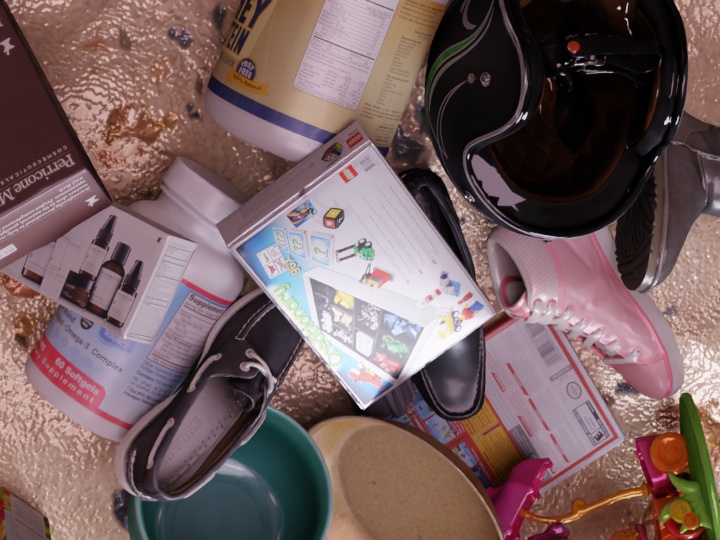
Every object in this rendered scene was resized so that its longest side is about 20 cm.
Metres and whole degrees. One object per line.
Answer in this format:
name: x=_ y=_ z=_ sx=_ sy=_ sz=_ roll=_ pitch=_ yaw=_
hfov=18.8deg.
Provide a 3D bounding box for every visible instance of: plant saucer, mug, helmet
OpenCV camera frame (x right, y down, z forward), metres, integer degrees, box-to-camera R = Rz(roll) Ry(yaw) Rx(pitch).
plant saucer: x=0.037 y=0.187 z=1.689 sx=0.035 sy=0.199 sz=0.201 roll=-43 pitch=113 yaw=-42
mug: x=-0.096 y=0.173 z=1.665 sx=0.151 sy=0.115 sz=0.186 roll=26 pitch=69 yaw=0
helmet: x=0.137 y=-0.130 z=1.597 sx=0.198 sy=0.201 sz=0.191 roll=10 pitch=143 yaw=-12

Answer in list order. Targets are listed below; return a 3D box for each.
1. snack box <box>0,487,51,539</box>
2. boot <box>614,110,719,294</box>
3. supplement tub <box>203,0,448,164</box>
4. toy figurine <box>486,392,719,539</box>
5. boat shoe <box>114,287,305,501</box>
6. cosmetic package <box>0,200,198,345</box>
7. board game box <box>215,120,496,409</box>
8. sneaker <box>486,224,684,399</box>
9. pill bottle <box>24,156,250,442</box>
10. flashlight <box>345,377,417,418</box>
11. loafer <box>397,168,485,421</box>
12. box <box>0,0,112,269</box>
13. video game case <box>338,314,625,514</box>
snack box: x=-0.311 y=0.277 z=1.644 sx=0.053 sy=0.142 sz=0.200 roll=37 pitch=96 yaw=-17
boot: x=0.301 y=-0.046 z=1.685 sx=0.198 sy=0.073 sz=0.183 roll=17 pitch=65 yaw=-17
supplement tub: x=-0.018 y=-0.181 z=1.580 sx=0.143 sy=0.144 sz=0.201 roll=20 pitch=99 yaw=-14
toy figurine: x=0.188 y=0.210 z=1.699 sx=0.182 sy=0.150 sz=0.202 roll=-11 pitch=65 yaw=3
boat shoe: x=-0.097 y=0.089 z=1.586 sx=0.200 sy=0.060 sz=0.074 roll=-45 pitch=115 yaw=-20
cosmetic package: x=-0.222 y=-0.027 z=1.571 sx=0.199 sy=0.051 sz=0.083 roll=26 pitch=91 yaw=23
board game box: x=0.000 y=0.000 z=1.574 sx=0.126 sy=0.035 sz=0.200 roll=-35 pitch=129 yaw=3
sneaker: x=0.166 y=0.032 z=1.691 sx=0.104 sy=0.075 sz=0.201 roll=-35 pitch=101 yaw=-24
pill bottle: x=-0.156 y=0.021 z=1.625 sx=0.108 sy=0.109 sz=0.201 roll=31 pitch=96 yaw=-16
flashlight: x=-0.010 y=0.021 z=1.656 sx=0.067 sy=0.068 sz=0.201 roll=-9 pitch=115 yaw=29
loafer: x=0.058 y=0.022 z=1.675 sx=0.067 sy=0.070 sz=0.202 roll=-13 pitch=100 yaw=-6
box: x=-0.266 y=-0.112 z=1.536 sx=0.100 sy=0.075 sz=0.201 roll=-30 pitch=69 yaw=-2
video game case: x=0.096 y=0.131 z=1.746 sx=0.199 sy=0.017 sz=0.144 roll=-33 pitch=107 yaw=-1
